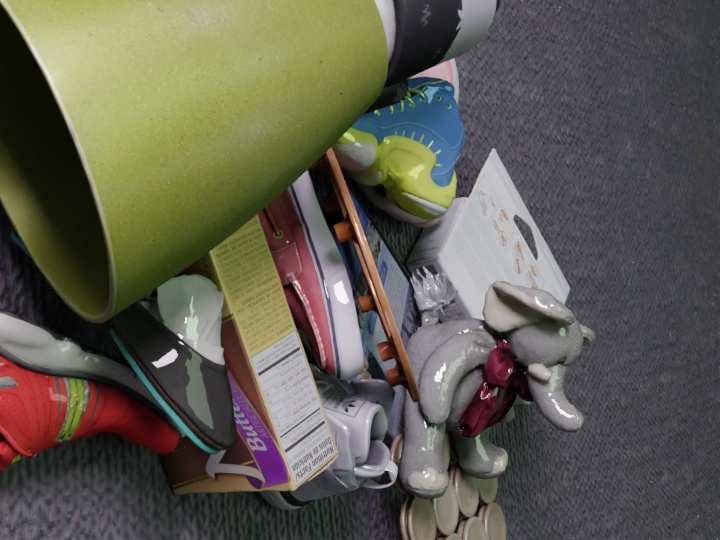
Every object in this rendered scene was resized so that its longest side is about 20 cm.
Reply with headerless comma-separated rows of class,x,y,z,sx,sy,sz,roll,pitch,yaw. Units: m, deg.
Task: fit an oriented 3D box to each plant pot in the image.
plant pot,-0.090,-0.099,0.591,0.199,0.187,0.189,-27,104,-27

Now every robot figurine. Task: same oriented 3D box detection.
robot figurine,0.013,-0.192,0.757,0.199,0.124,0.151,-29,100,-37

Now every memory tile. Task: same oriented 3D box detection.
memory tile,0.081,0.204,0.988,0.200,0.017,0.155,-11,92,-61

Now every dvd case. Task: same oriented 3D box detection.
dvd case,0.008,0.042,0.919,0.200,0.017,0.144,55,39,-45

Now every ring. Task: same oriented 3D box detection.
ring,0.000,0.000,0.778,0.200,0.019,0.202,160,-90,-89

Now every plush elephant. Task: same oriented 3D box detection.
plush elephant,0.125,0.084,0.929,0.164,0.154,0.202,17,64,-58

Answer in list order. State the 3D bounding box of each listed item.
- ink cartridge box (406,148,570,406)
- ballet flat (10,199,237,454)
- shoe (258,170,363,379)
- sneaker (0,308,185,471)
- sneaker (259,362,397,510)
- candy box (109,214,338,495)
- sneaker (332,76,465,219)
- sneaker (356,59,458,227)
ink cartridge box,0.135,0.007,1.112,0.201,0.043,0.174,57,41,-27
ballet flat,-0.128,0.015,0.647,0.200,0.068,0.068,45,4,13
shoe,-0.067,-0.011,0.759,0.090,0.072,0.202,-15,72,-12
sneaker,-0.189,0.079,0.647,0.199,0.077,0.086,33,76,-44
sneaker,-0.046,0.078,0.786,0.075,0.114,0.202,-41,113,-50
candy box,-0.101,0.044,0.720,0.056,0.116,0.202,-28,104,-51
sneaker,0.015,-0.122,0.874,0.199,0.075,0.106,31,80,-48
sneaker,0.035,-0.144,0.987,0.104,0.075,0.203,8,79,-58
